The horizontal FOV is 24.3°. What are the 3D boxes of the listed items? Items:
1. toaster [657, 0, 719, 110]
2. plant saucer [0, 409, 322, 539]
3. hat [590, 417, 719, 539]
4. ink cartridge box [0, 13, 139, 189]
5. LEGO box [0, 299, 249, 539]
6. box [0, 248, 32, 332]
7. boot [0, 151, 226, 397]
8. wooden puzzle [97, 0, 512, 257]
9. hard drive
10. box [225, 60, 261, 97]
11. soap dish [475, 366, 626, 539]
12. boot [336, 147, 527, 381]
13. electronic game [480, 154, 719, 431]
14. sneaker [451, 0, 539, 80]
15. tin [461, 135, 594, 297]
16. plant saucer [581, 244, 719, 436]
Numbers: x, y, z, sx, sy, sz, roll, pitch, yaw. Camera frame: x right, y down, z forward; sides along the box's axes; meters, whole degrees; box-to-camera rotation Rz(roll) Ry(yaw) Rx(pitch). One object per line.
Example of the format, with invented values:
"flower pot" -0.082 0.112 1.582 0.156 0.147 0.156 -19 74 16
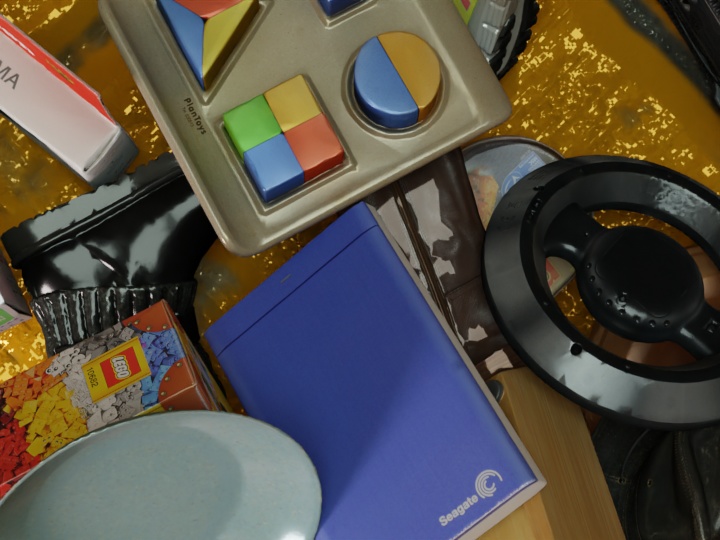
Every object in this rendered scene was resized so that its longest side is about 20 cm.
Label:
"toaster" 0.270 -0.179 1.064 0.129 0.114 0.201 -31 84 -5
"plant saucer" -0.120 0.140 0.921 0.200 0.202 0.039 -27 46 -3
"hat" 0.217 0.136 0.986 0.199 0.081 0.202 2 63 -3
"ink cartridge box" -0.233 -0.134 1.027 0.200 0.174 0.044 39 86 3
"LEGO box" -0.135 0.134 0.992 0.148 0.201 0.077 -27 46 -2
"box" -0.339 -0.005 1.056 0.199 0.097 0.177 -26 83 -3
"boot" -0.111 0.013 1.062 0.210 0.079 0.159 -24 84 0
"wooden puzzle" -0.032 -0.132 0.995 0.199 0.046 0.186 -27 80 -11
"hard drive" 0.003 0.078 0.970 0.132 0.025 0.201 -39 64 15
"box" -0.075 -0.173 1.065 0.200 0.032 0.121 48 49 8
"soap dish" 0.076 0.169 0.980 0.157 0.081 0.201 -34 51 25
"boot" 0.000 0.000 1.037 0.185 0.064 0.201 -24 86 -8
"electronic game" 0.169 0.009 1.015 0.198 0.042 0.201 7 53 -9
"sneaker" 0.073 -0.205 1.041 0.090 0.201 0.078 34 44 17
"tin" 0.064 0.002 1.085 0.200 0.042 0.112 -44 82 -3
"plant saucer" 0.242 0.080 1.078 0.198 0.037 0.202 0 85 0
